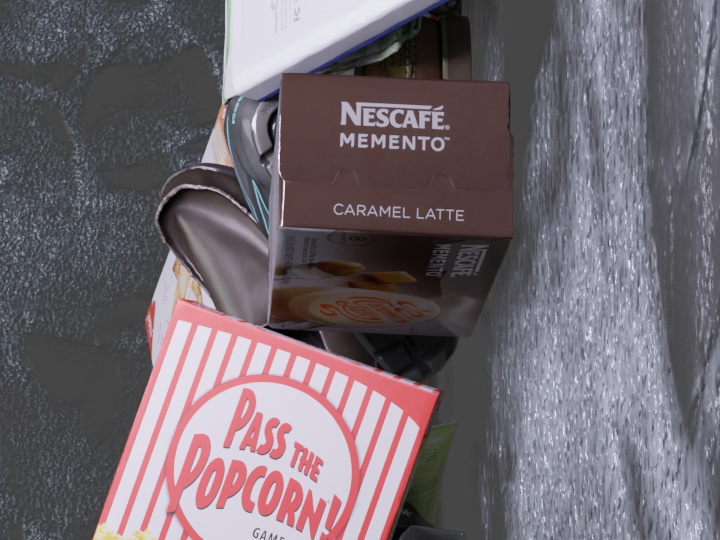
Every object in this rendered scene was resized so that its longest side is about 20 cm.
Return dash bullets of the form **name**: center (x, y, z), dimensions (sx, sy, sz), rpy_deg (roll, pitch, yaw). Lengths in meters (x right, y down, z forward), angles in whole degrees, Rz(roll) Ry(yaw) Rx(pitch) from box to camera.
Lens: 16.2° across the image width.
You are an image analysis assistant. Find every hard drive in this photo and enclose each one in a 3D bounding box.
- **hard drive**: center (-0.001, -0.181, 1.315), dimensions (0.200, 0.025, 0.132), rpy_deg (-23, 62, 49)

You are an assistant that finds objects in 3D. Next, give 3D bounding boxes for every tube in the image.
- **tube**: center (0.021, 0.134, 1.553), dimensions (0.058, 0.052, 0.200), rpy_deg (-50, -16, -17)

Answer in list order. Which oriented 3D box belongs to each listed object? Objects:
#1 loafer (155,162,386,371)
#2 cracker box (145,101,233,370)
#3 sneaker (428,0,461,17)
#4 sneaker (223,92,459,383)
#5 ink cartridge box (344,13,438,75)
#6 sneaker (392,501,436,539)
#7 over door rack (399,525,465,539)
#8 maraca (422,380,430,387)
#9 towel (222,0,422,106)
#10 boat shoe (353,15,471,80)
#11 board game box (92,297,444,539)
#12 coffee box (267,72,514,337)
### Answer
- **loafer**: center (-0.050, 0.017, 1.479), dimensions (0.071, 0.200, 0.073), rpy_deg (-31, -18, -53)
- **cracker box**: center (-0.081, 0.005, 1.627), dimensions (0.134, 0.058, 0.200), rpy_deg (-106, 30, -49)
- **sneaker**: center (0.014, -0.222, 1.471), dimensions (0.200, 0.085, 0.077), rpy_deg (-94, 5, -52)
- **sneaker**: center (-0.011, -0.025, 1.442), dimensions (0.200, 0.075, 0.079), rpy_deg (59, 158, -18)
- **ink cartridge box**: center (0.004, -0.196, 1.651), dimensions (0.200, 0.083, 0.145), rpy_deg (-96, 6, -47)
- **sneaker**: center (0.007, 0.175, 1.484), dimensions (0.200, 0.066, 0.091), rpy_deg (39, -123, -66)
- **over door rack**: center (0.038, 0.237, 1.349), dimensions (0.200, 0.066, 0.148), rpy_deg (-53, -35, -72)
- **maraca**: center (-0.014, 0.103, 1.666), dimensions (0.137, 0.107, 0.200), rpy_deg (-48, -9, -27)
- **towel**: center (-0.024, -0.177, 1.405), dimensions (0.200, 0.023, 0.153), rpy_deg (-16, 71, 59)
- **boat shoe**: center (0.022, -0.087, 1.468), dimensions (0.200, 0.068, 0.072), rpy_deg (95, 174, -59)
- **board game box**: center (-0.059, 0.133, 1.361), dimensions (0.046, 0.151, 0.201), rpy_deg (24, -96, -84)
- **coffee box**: center (0.011, -0.029, 1.279), dimensions (0.200, 0.114, 0.080), rpy_deg (106, 166, -74)
